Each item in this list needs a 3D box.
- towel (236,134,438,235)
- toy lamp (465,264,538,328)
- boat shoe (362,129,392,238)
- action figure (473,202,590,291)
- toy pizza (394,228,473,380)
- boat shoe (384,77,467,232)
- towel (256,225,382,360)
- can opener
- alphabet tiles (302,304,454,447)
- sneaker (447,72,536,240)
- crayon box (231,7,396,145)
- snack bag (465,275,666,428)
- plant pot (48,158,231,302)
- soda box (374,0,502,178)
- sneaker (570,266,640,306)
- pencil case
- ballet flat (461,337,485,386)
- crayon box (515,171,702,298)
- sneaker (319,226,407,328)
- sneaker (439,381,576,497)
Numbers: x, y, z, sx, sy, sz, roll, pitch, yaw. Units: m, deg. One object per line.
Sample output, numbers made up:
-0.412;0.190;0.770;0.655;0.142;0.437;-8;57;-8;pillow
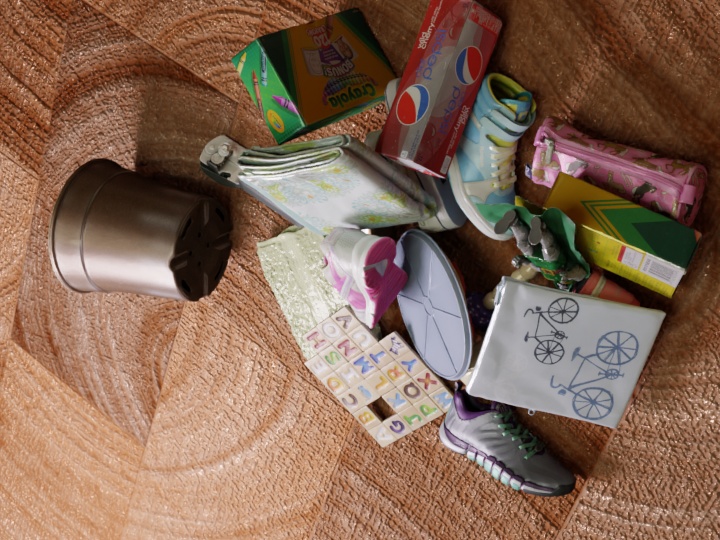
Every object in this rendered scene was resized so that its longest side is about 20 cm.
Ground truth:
-0.029;-0.098;1.661;0.171;0.200;0.048;-3;67;36;towel
0.204;0.002;1.687;0.058;0.058;0.200;54;134;6;toy lamp
0.003;-0.093;1.789;0.069;0.071;0.200;22;122;27;boat shoe
0.208;-0.018;1.548;0.118;0.200;0.055;19;80;30;action figure
0.099;0.041;1.761;0.200;0.032;0.200;52;151;45;toy pizza
0.065;-0.139;1.726;0.070;0.071;0.200;-15;105;36;boat shoe
-0.060;0.032;1.917;0.148;0.036;0.200;-23;94;42;towel
-0.139;-0.122;1.912;0.200;0.053;0.066;32;160;25;can opener
0.017;0.140;1.888;0.200;0.008;0.167;47;132;-8;alphabet tiles
0.166;-0.140;1.639;0.131;0.080;0.200;-23;95;43;sneaker
-0.051;-0.238;1.683;0.058;0.200;0.119;-29;90;42;crayon box
0.235;0.099;1.629;0.200;0.021;0.189;12;127;-2;snack bag
-0.304;-0.047;1.982;0.198;0.200;0.200;11;116;25;plant pot
0.091;-0.214;1.607;0.070;0.063;0.200;20;89;45;soda box
0.269;0.090;1.662;0.087;0.074;0.200;25;132;4;sneaker
0.287;-0.108;1.550;0.200;0.087;0.083;22;128;26;pencil case
0.187;0.098;1.727;0.069;0.069;0.200;51;138;9;ballet flat
0.270;-0.044;1.540;0.200;0.127;0.051;25;79;10;crayon box
0.000;0.000;1.752;0.088;0.081;0.200;30;157;21;sneaker
0.190;0.217;1.779;0.200;0.074;0.088;24;117;29;sneaker
